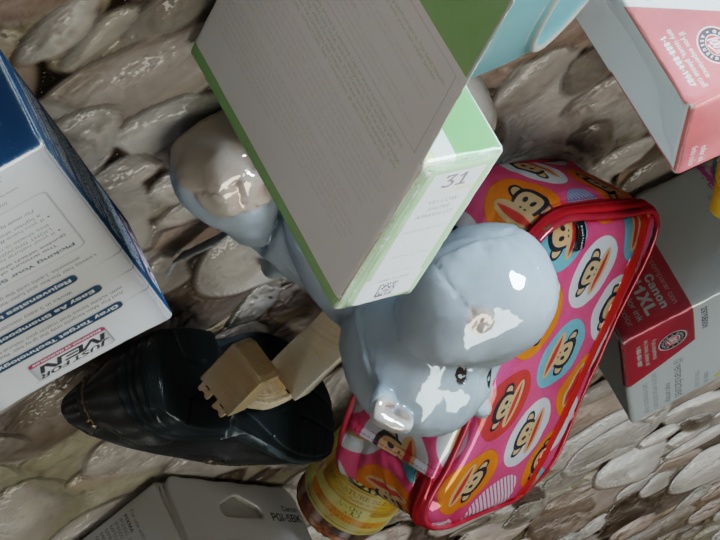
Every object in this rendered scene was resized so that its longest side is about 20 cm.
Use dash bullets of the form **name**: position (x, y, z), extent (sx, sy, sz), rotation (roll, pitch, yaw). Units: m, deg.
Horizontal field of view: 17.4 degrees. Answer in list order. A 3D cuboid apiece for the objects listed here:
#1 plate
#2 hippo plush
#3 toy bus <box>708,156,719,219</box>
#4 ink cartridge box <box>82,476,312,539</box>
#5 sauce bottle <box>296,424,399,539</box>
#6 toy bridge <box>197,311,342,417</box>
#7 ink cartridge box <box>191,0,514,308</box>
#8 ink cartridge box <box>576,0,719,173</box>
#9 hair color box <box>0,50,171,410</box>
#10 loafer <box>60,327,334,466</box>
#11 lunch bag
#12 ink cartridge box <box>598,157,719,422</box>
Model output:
- **plate**: position (0.104, -0.151, 0.977), extent (0.200, 0.026, 0.200), rotation (-52, 174, -8)
- **hippo plush**: position (0.000, 0.000, 1.106), extent (0.200, 0.161, 0.159), rotation (-43, 153, 29)
- **toy bus**: position (0.255, -0.092, 1.225), extent (0.200, 0.192, 0.136), rotation (-42, 148, -47)
- **ink cartridge box**: position (-0.137, 0.222, 1.493), extent (0.200, 0.083, 0.147), rotation (-39, 153, 23)
- **sauce bottle**: position (0.029, 0.092, 1.442), extent (0.066, 0.066, 0.200), rotation (-9, 147, -38)
- **toy bridge**: position (-0.023, 0.042, 1.263), extent (0.067, 0.027, 0.200), rotation (-45, 168, 33)
- **ink cartridge box**: position (0.007, -0.099, 0.939), extent (0.048, 0.146, 0.200), rotation (-12, 151, -33)
- **ink cartridge box**: position (0.210, -0.142, 1.109), extent (0.200, 0.117, 0.068), rotation (-24, 156, -11)
- **hair color box**: position (-0.161, -0.014, 1.029), extent (0.100, 0.061, 0.200), rotation (-28, 156, -1)
- **loafer**: position (-0.083, 0.072, 1.292), extent (0.072, 0.073, 0.200), rotation (-16, 159, 27)
- **lunch bag**: position (0.081, 0.037, 1.294), extent (0.176, 0.082, 0.200), rotation (-9, 126, -58)
- **ink cartridge box**: position (0.231, -0.008, 1.438), extent (0.200, 0.083, 0.146), rotation (-27, 155, -3)
